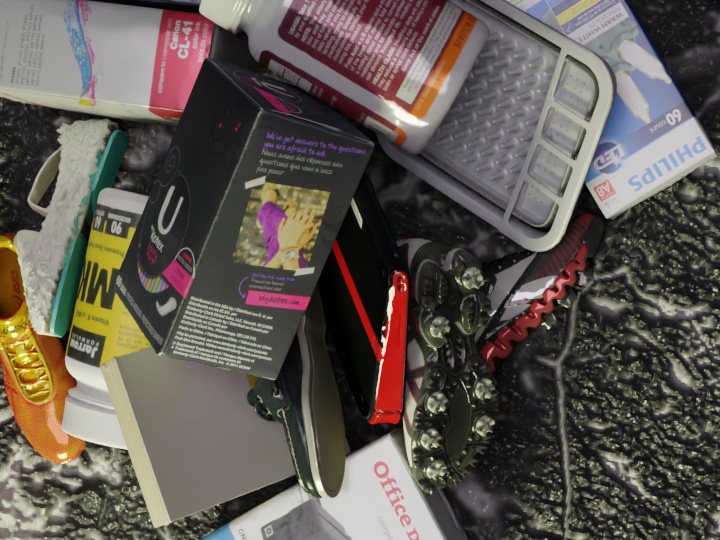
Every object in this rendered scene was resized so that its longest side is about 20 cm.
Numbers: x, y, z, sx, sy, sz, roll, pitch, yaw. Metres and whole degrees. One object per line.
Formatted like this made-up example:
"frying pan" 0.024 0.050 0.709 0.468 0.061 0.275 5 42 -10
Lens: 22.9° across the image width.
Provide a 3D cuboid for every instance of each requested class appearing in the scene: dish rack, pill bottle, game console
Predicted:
"dish rack" 0.110 -0.131 1.403 0.199 0.043 0.173 34 125 27
"pill bottle" -0.180 0.041 1.463 0.113 0.114 0.202 12 91 10
"game console" 0.000 0.000 1.374 0.031 0.178 0.201 -8 44 -16
"pill bottle" -0.013 -0.185 1.338 0.199 0.114 0.115 31 94 -3

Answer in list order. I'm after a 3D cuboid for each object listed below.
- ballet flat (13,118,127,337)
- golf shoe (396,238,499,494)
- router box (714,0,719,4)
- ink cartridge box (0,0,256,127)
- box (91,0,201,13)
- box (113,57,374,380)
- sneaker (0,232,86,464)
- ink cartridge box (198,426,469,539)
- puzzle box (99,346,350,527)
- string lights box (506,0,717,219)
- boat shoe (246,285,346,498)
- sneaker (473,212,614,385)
"ballet flat" -0.250 -0.037 1.482 0.071 0.072 0.202 11 66 10
"golf shoe" 0.057 0.071 1.385 0.076 0.088 0.202 -10 111 -29
"router box" 0.270 -0.332 1.418 0.199 0.049 0.181 33 95 9
"ink cartridge box" -0.197 -0.169 1.453 0.198 0.148 0.087 10 90 10
"box" -0.154 -0.308 1.460 0.198 0.124 0.199 7 89 10
"box" -0.091 -0.039 1.339 0.105 0.122 0.202 15 106 -32
"sneaker" -0.284 0.068 1.501 0.072 0.077 0.202 -20 86 10
"ink cartridge box" -0.019 0.238 1.444 0.199 0.084 0.146 -30 83 9
"puzzle box" -0.104 0.112 1.418 0.025 0.199 0.134 -25 83 46
"string lights box" 0.192 -0.153 1.423 0.102 0.059 0.201 -31 83 12
"boat shoe" -0.059 0.087 1.406 0.065 0.074 0.202 -16 75 17
"sneaker" 0.113 0.018 1.429 0.098 0.071 0.201 45 98 6
